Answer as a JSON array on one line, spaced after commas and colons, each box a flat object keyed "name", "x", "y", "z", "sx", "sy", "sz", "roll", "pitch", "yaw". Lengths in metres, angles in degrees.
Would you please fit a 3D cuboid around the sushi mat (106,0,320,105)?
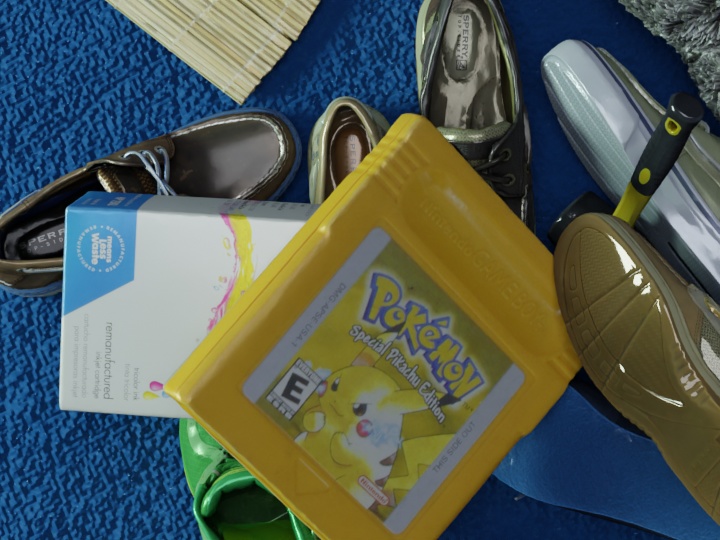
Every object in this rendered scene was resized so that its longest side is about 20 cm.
[{"name": "sushi mat", "x": -0.118, "y": -0.195, "z": 1.409, "sx": 0.200, "sy": 0.012, "sz": 0.096, "roll": 38, "pitch": 87, "yaw": 6}]

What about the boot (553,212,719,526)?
[{"name": "boot", "x": 0.208, "y": 0.041, "z": 1.283, "sx": 0.200, "sy": 0.155, "sz": 0.073, "roll": 53, "pitch": 134, "yaw": 18}]

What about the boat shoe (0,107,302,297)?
[{"name": "boat shoe", "x": -0.127, "y": -0.037, "z": 1.366, "sx": 0.200, "sy": 0.072, "sz": 0.072, "roll": -27, "pitch": 84, "yaw": 2}]

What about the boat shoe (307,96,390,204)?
[{"name": "boat shoe", "x": 0.000, "y": 0.000, "z": 1.358, "sx": 0.073, "sy": 0.063, "sz": 0.200, "roll": -11, "pitch": 85, "yaw": 3}]

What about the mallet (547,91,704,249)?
[{"name": "mallet", "x": 0.146, "y": -0.050, "z": 1.291, "sx": 0.066, "sy": 0.200, "sz": 0.041, "roll": 40, "pitch": 66, "yaw": 17}]

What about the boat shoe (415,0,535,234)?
[{"name": "boat shoe", "x": 0.062, "y": -0.073, "z": 1.359, "sx": 0.073, "sy": 0.065, "sz": 0.200, "roll": -8, "pitch": 85, "yaw": 2}]

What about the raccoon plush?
[{"name": "raccoon plush", "x": 0.173, "y": -0.143, "z": 1.367, "sx": 0.200, "sy": 0.097, "sz": 0.134, "roll": 8, "pitch": 100, "yaw": 34}]

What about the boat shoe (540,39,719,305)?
[{"name": "boat shoe", "x": 0.181, "y": -0.056, "z": 1.355, "sx": 0.062, "sy": 0.072, "sz": 0.200, "roll": -37, "pitch": 92, "yaw": -15}]

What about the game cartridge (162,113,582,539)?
[{"name": "game cartridge", "x": 0.020, "y": 0.046, "z": 1.259, "sx": 0.200, "sy": 0.032, "sz": 0.176, "roll": -49, "pitch": 114, "yaw": -9}]

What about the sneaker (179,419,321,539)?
[{"name": "sneaker", "x": -0.057, "y": 0.127, "z": 1.310, "sx": 0.074, "sy": 0.084, "sz": 0.200, "roll": -18, "pitch": 44, "yaw": -6}]

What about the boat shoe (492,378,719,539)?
[{"name": "boat shoe", "x": 0.140, "y": 0.111, "z": 1.334, "sx": 0.200, "sy": 0.069, "sz": 0.084, "roll": 29, "pitch": 101, "yaw": 23}]

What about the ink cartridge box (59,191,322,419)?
[{"name": "ink cartridge box", "x": -0.061, "y": 0.022, "z": 1.298, "sx": 0.200, "sy": 0.067, "sz": 0.116, "roll": 3, "pitch": 99, "yaw": 4}]
